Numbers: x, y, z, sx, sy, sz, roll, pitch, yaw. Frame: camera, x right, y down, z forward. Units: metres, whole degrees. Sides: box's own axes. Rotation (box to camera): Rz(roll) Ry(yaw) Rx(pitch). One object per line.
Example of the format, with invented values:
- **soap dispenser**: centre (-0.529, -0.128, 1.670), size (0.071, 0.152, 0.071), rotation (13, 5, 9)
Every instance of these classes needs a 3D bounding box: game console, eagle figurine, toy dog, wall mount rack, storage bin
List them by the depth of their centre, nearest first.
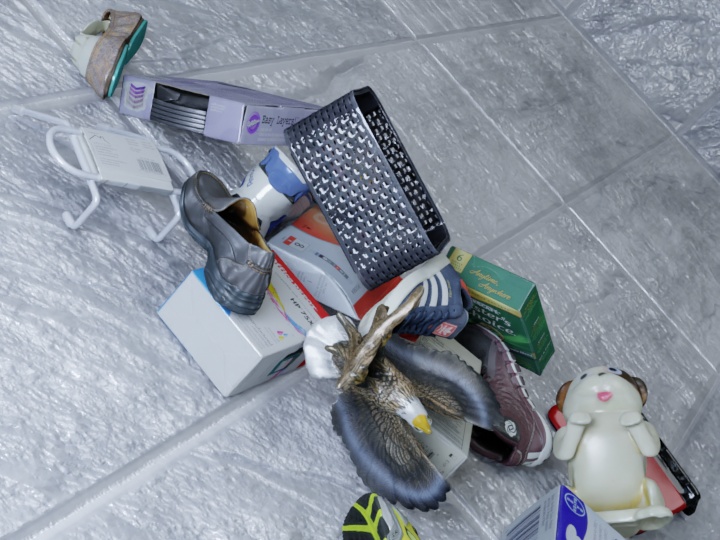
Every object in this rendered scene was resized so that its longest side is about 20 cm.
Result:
- **eagle figurine**: centre (0.041, 0.131, 1.378), size (0.200, 0.150, 0.152), rotation (52, 27, -45)
- **wall mount rack**: centre (-0.270, -0.116, 1.424), size (0.199, 0.074, 0.175), rotation (9, 47, -51)
- **storage bin**: centre (0.009, -0.093, 1.528), size (0.201, 0.093, 0.135), rotation (62, 14, -4)
- **toy dog**: centre (0.302, 0.214, 1.650), size (0.194, 0.138, 0.202), rotation (41, 43, -63)
- **game console**: centre (0.353, 0.260, 1.853), size (0.201, 0.118, 0.173), rotation (57, -3, 22)

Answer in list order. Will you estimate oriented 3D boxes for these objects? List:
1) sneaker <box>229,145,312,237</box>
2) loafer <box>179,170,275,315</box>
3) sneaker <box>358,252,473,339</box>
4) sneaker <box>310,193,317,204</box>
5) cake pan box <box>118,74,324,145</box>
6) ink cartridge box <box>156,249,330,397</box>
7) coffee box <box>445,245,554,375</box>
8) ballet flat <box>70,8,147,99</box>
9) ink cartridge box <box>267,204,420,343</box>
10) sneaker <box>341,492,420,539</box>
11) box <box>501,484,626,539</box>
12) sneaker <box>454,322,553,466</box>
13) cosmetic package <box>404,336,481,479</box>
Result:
- **sneaker**: centre (-0.120, -0.078, 1.576), size (0.081, 0.115, 0.199), rotation (50, -4, 0)
- **loafer**: centre (-0.127, -0.044, 1.375), size (0.072, 0.073, 0.201), rotation (16, 31, -37)
- **sneaker**: centre (0.070, 0.047, 1.501), size (0.085, 0.075, 0.200), rotation (50, 34, 2)
- **sneaker**: centre (-0.017, -0.104, 1.744), size (0.090, 0.075, 0.200), rotation (40, 17, 9)
- **cake pan box**: centre (-0.156, -0.188, 1.608), size (0.183, 0.053, 0.199), rotation (15, 11, 28)
- **ink cartridge box**: centre (-0.104, 0.048, 1.426), size (0.116, 0.067, 0.200), rotation (49, 26, 11)
- **coffee box**: centre (0.170, 0.052, 1.701), size (0.122, 0.044, 0.200), rotation (27, -17, 25)
- **ballet flat**: centre (-0.300, -0.255, 1.600), size (0.067, 0.069, 0.200), rotation (19, 25, -7)
- **ink cartridge box**: centre (0.000, 0.000, 1.594), size (0.198, 0.051, 0.162), rotation (22, 24, 12)
- **sneaker**: centre (0.041, 0.295, 1.275), size (0.076, 0.075, 0.201), rotation (28, 32, -30)
- **box**: centre (0.243, 0.362, 1.442), size (0.200, 0.105, 0.184), rotation (41, 27, -9)
- **sneaker**: centre (0.148, 0.149, 1.648), size (0.115, 0.076, 0.201), rotation (-4, 54, -54)
- **cosmetic package**: centre (0.071, 0.145, 1.539), size (0.105, 0.071, 0.200), rotation (39, 27, -9)
